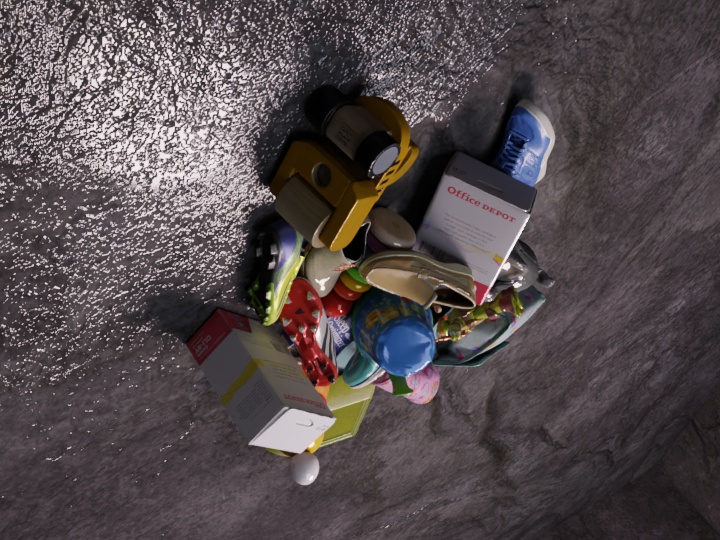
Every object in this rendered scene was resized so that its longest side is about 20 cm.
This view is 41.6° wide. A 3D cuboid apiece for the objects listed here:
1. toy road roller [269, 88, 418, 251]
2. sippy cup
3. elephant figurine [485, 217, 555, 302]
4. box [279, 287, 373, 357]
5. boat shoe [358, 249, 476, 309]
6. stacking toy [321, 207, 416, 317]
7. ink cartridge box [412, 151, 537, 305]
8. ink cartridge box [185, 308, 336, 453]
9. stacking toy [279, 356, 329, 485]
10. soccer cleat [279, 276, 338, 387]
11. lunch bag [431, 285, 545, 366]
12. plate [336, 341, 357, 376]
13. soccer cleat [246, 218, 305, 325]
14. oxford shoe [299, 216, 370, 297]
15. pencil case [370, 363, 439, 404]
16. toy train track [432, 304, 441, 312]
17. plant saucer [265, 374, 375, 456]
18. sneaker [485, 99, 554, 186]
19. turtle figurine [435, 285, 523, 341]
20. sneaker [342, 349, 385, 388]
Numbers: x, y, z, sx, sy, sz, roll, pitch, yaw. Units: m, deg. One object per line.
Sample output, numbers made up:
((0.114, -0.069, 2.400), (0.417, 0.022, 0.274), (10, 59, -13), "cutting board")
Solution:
((-0.009, -0.134, 1.245), (0.146, 0.123, 0.200), (-13, 141, -55), "toy road roller")
((0.060, 0.102, 1.500), (0.140, 0.130, 0.178), (-41, 106, 3), "sippy cup")
((0.235, -0.037, 1.610), (0.155, 0.142, 0.200), (-28, 152, -8), "elephant figurine")
((-0.036, 0.087, 1.592), (0.200, 0.032, 0.121), (-38, 150, -5), "box")
((0.093, 0.020, 1.417), (0.199, 0.076, 0.072), (7, 141, -26), "boat shoe")
((0.000, 0.000, 1.472), (0.085, 0.085, 0.200), (0, 136, -47), "stacking toy")
((0.170, -0.063, 1.490), (0.200, 0.147, 0.086), (-66, 177, 37), "ink cartridge box")
((-0.147, 0.166, 1.405), (0.083, 0.200, 0.145), (-45, 149, 11), "ink cartridge box")
((-0.103, 0.255, 1.548), (0.146, 0.201, 0.146), (-9, 151, -5), "stacking toy")
((-0.079, 0.090, 1.475), (0.068, 0.085, 0.201), (-14, 118, 6), "soccer cleat")
((0.230, 0.101, 1.801), (0.200, 0.122, 0.170), (-49, 166, 33), "lunch bag")
((0.035, 0.160, 1.755), (0.200, 0.026, 0.200), (-24, 149, -15), "plate")
((-0.114, 0.006, 1.366), (0.084, 0.065, 0.200), (-22, 145, -31), "soccer cleat")
((-0.037, -0.022, 1.401), (0.071, 0.074, 0.200), (-19, 145, -33), "oxford shoe")
((0.075, 0.188, 1.727), (0.087, 0.087, 0.200), (-44, 150, 7), "pencil case")
((0.129, 0.031, 1.693), (0.114, 0.033, 0.200), (-23, 147, -26), "toy train track")
((-0.065, 0.272, 1.755), (0.199, 0.048, 0.200), (-15, 146, -27), "plant saucer")
((0.241, -0.175, 1.499), (0.111, 0.077, 0.200), (-42, 158, -15), "sneaker")
((0.194, 0.076, 1.615), (0.161, 0.065, 0.200), (-24, 175, 18), "turtle figurine")
((0.024, 0.110, 1.606), (0.080, 0.078, 0.200), (23, 108, -37), "sneaker")
